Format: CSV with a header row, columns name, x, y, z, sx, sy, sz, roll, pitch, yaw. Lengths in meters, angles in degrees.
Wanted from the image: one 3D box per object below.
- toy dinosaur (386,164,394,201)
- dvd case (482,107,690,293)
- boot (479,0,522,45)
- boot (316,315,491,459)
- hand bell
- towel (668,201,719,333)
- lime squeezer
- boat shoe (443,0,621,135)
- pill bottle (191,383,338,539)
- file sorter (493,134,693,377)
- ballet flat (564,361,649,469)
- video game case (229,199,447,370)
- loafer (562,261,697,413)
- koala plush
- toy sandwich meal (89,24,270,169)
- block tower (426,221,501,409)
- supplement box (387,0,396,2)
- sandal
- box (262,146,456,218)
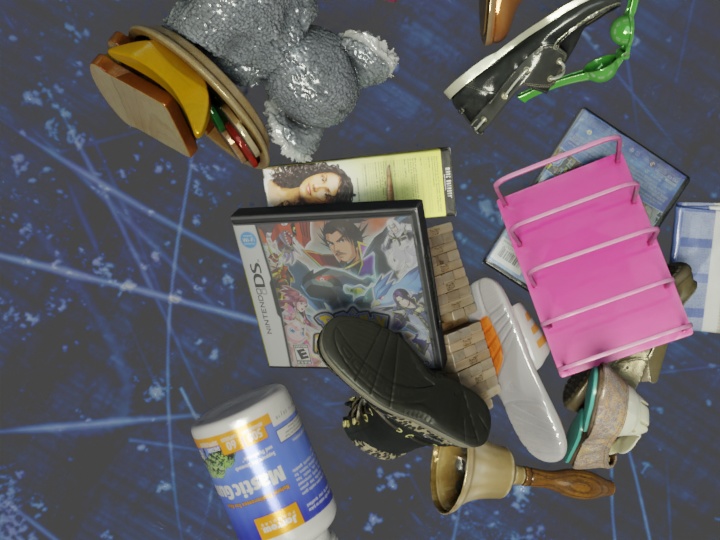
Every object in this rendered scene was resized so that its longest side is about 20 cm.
name,x,y,z,sx,sy,sz,roll,pitch,yaw
toy dinosaur,0.000,0.000,0.909,0.106,0.060,0.200,37,115,-24
dvd case,0.246,-0.055,0.951,0.142,0.018,0.200,32,94,-4
boot,0.210,-0.319,0.907,0.155,0.077,0.201,13,88,-5
boot,0.012,0.130,0.885,0.203,0.154,0.074,34,57,-20
hand bell,0.187,0.225,0.957,0.199,0.104,0.105,11,95,-14
towel,0.436,-0.001,0.955,0.199,0.024,0.148,3,98,1
lime squeezer,0.254,-0.245,0.915,0.071,0.038,0.200,36,114,-1
boat shoe,0.183,-0.216,0.893,0.200,0.072,0.068,-34,90,25
pill bottle,-0.092,0.233,0.930,0.112,0.112,0.201,-23,94,2
file sorter,0.225,-0.011,0.854,0.139,0.125,0.201,-21,79,13
ballet flat,0.251,0.149,0.875,0.067,0.200,0.068,9,62,10
video game case,-0.021,0.019,0.889,0.199,0.026,0.181,-1,116,21
loafer,0.298,0.080,0.940,0.067,0.076,0.200,34,104,-4
koala plush,-0.077,-0.219,0.869,0.177,0.184,0.200,-43,106,4
toy sandwich meal,-0.176,-0.158,0.855,0.205,0.205,0.070,43,78,-4
block tower,0.089,0.053,0.929,0.054,0.058,0.201,-18,94,-36
supplement box,0.028,-0.366,0.824,0.085,0.110,0.200,18,54,-2
sandal,0.174,0.103,0.940,0.059,0.079,0.207,-21,85,-38
box,-0.001,-0.085,0.930,0.199,0.050,0.076,-7,98,0
